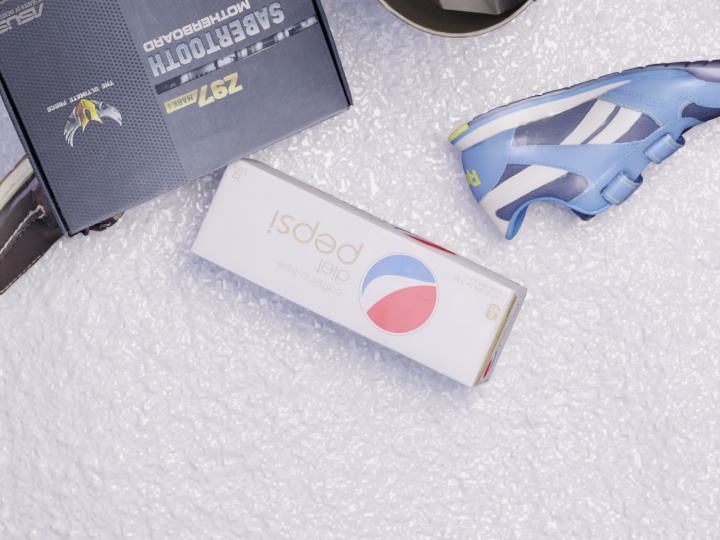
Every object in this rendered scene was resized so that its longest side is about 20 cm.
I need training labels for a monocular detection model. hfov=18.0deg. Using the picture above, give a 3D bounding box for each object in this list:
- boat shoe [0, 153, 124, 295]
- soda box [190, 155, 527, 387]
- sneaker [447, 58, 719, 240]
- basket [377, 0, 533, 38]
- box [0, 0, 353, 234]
[{"bbox_3d":[-0.177,-0.055,1.443,0.065,0.073,0.200,42,98,13],"label":"boat shoe"},{"bbox_3d":[0.000,0.000,1.412,0.199,0.064,0.069,25,95,10],"label":"soda box"},{"bbox_3d":[0.156,-0.078,1.379,0.198,0.074,0.083,-16,89,19],"label":"sneaker"},{"bbox_3d":[0.065,-0.219,1.328,0.135,0.200,0.182,-11,89,11],"label":"basket"},{"bbox_3d":[-0.120,-0.133,1.364,0.199,0.051,0.159,-23,122,-7],"label":"box"}]
